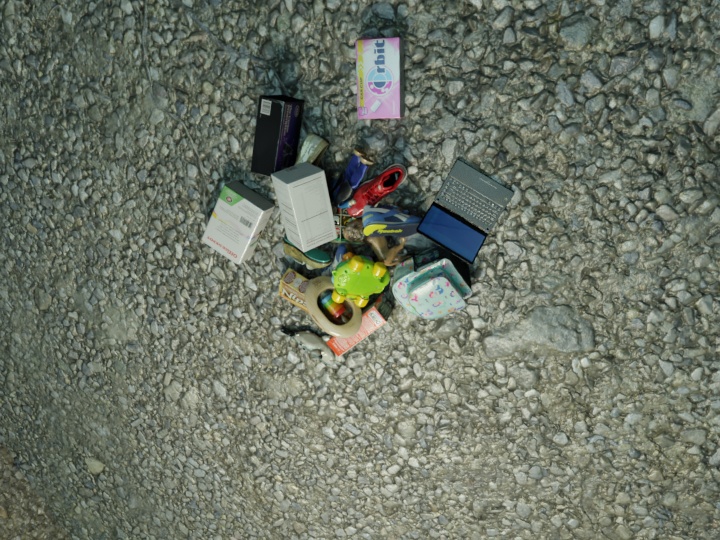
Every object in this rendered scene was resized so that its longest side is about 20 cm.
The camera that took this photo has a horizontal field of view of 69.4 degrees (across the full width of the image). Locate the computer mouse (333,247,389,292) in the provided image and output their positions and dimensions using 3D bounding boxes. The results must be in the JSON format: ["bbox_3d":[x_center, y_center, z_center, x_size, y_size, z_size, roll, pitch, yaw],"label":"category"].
[{"bbox_3d":[0.000,0.000,1.538,0.199,0.034,0.059,33,116,4],"label":"computer mouse"}]

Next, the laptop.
[{"bbox_3d":[0.273,-0.154,1.360,0.176,0.103,0.201,31,115,4],"label":"laptop"}]

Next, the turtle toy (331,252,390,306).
[{"bbox_3d":[0.003,0.017,1.439,0.199,0.101,0.146,12,120,-34],"label":"turtle toy"}]

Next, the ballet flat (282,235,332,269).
[{"bbox_3d":[-0.157,-0.040,1.529,0.199,0.070,0.071,29,118,35],"label":"ballet flat"}]

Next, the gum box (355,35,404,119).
[{"bbox_3d":[0.051,-0.493,1.327,0.112,0.066,0.202,3,109,14],"label":"gum box"}]

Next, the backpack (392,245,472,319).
[{"bbox_3d":[0.190,0.041,1.427,0.199,0.151,0.178,-21,127,29],"label":"backpack"}]

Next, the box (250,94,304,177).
[{"bbox_3d":[-0.225,-0.368,1.418,0.078,0.141,0.201,16,113,9],"label":"box"}]

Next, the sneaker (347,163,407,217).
[{"bbox_3d":[0.035,-0.215,1.389,0.200,0.116,0.078,-43,92,13],"label":"sneaker"}]

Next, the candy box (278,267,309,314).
[{"bbox_3d":[-0.151,0.085,1.573,0.199,0.055,0.116,33,153,4],"label":"candy box"}]

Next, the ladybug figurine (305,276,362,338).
[{"bbox_3d":[-0.080,0.105,1.473,0.135,0.072,0.201,-35,82,-19],"label":"ladybug figurine"}]

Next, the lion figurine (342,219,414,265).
[{"bbox_3d":[0.051,-0.075,1.446,0.200,0.122,0.072,47,159,3],"label":"lion figurine"}]

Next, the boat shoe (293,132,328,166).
[{"bbox_3d":[-0.148,-0.280,1.459,0.069,0.074,0.201,27,110,7],"label":"boat shoe"}]

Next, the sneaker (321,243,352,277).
[{"bbox_3d":[-0.077,0.003,1.526,0.088,0.075,0.201,24,127,21],"label":"sneaker"}]

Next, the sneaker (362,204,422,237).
[{"bbox_3d":[0.091,-0.139,1.401,0.074,0.199,0.083,-47,51,46],"label":"sneaker"}]

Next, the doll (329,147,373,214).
[{"bbox_3d":[-0.042,-0.236,1.428,0.201,0.048,0.137,-56,46,25],"label":"doll"}]

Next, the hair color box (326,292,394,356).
[{"bbox_3d":[0.000,0.162,1.553,0.200,0.111,0.064,-38,95,24],"label":"hair color box"}]

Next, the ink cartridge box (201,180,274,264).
[{"bbox_3d":[-0.371,-0.144,1.573,0.144,0.084,0.201,33,115,4],"label":"ink cartridge box"}]

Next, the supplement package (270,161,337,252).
[{"bbox_3d":[-0.151,-0.172,1.405,0.109,0.113,0.201,36,143,50],"label":"supplement package"}]

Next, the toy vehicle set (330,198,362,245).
[{"bbox_3d":[-0.083,-0.146,1.515,0.198,0.027,0.125,7,111,15],"label":"toy vehicle set"}]

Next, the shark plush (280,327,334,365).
[{"bbox_3d":[-0.174,0.244,1.664,0.198,0.091,0.084,16,143,6],"label":"shark plush"}]
